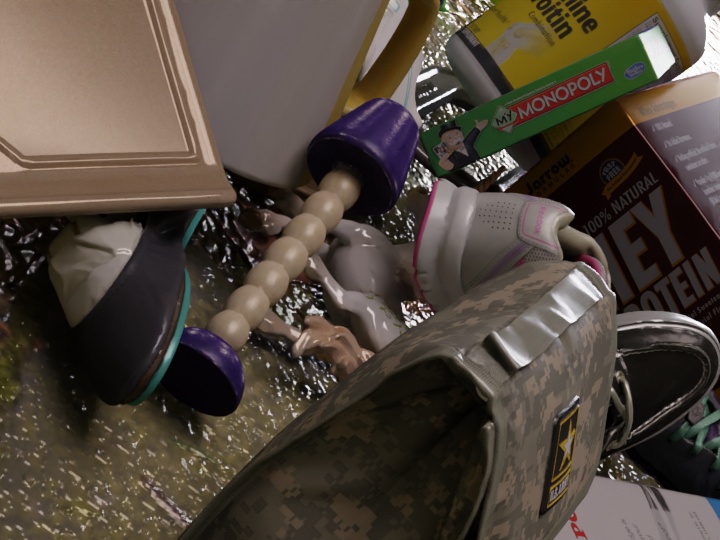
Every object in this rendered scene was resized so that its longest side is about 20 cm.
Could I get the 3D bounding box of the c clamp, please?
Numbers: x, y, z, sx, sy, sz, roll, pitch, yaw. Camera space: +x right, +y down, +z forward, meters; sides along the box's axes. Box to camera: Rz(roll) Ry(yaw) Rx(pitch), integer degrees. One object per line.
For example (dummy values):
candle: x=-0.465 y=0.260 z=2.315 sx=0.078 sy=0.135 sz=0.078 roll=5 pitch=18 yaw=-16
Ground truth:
c clamp: x=0.096 y=-0.084 z=1.304 sx=0.171 sy=0.027 sz=0.200 roll=49 pitch=28 yaw=10

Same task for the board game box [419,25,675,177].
board game box: x=0.116 y=-0.103 z=1.090 sx=0.029 sy=0.134 sz=0.200 roll=65 pitch=14 yaw=-3

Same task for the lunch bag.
lunch bag: x=0.029 y=0.089 z=0.804 sx=0.118 sy=0.200 sz=0.164 roll=46 pitch=28 yaw=8

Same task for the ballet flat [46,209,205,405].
ballet flat: x=-0.117 y=-0.005 z=0.888 sx=0.073 sy=0.073 sz=0.200 roll=34 pitch=24 yaw=-15

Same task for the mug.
mug: x=-0.047 y=-0.153 z=1.005 sx=0.149 sy=0.154 sz=0.187 roll=35 pitch=17 yaw=6

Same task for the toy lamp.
toy lamp: x=-0.030 y=-0.014 z=0.933 sx=0.058 sy=0.058 sz=0.201 roll=39 pitch=55 yaw=-6

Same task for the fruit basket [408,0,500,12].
fruit basket: x=0.067 y=-0.229 z=1.320 sx=0.214 sy=0.156 sz=0.216 roll=16 pitch=31 yaw=-10

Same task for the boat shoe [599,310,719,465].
boat shoe: x=0.113 y=0.077 z=0.964 sx=0.199 sy=0.071 sz=0.064 roll=-19 pitch=15 yaw=-19

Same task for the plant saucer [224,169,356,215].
plant saucer: x=-0.057 y=-0.106 z=1.140 sx=0.199 sy=0.029 sz=0.201 roll=32 pitch=30 yaw=-20

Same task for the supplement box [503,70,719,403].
supplement box: x=0.214 y=-0.006 z=1.213 sx=0.201 sy=0.133 sz=0.197 roll=55 pitch=30 yaw=9

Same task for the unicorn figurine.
unicorn figurine: x=0.000 y=0.000 z=1.038 sx=0.137 sy=0.074 sz=0.201 roll=30 pitch=47 yaw=-23

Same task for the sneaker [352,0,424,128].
sneaker: x=0.000 y=-0.166 z=1.182 sx=0.080 sy=0.070 sz=0.202 roll=31 pitch=49 yaw=-42

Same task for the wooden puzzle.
wooden puzzle: x=-0.166 y=-0.108 z=0.875 sx=0.184 sy=0.037 sz=0.201 roll=-4 pitch=64 yaw=-37

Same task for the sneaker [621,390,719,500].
sneaker: x=0.210 y=0.105 z=1.052 sx=0.075 sy=0.087 sz=0.201 roll=-50 pitch=120 yaw=-27

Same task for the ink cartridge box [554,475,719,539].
ink cartridge box: x=0.147 y=0.189 z=0.936 sx=0.199 sy=0.086 sz=0.147 roll=14 pitch=39 yaw=-39

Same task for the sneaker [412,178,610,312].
sneaker: x=0.100 y=0.025 z=1.034 sx=0.200 sy=0.087 sz=0.082 roll=54 pitch=46 yaw=-52

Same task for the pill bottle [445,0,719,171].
pill bottle: x=0.165 y=-0.165 z=1.249 sx=0.112 sy=0.199 sz=0.112 roll=55 pitch=2 yaw=-3
